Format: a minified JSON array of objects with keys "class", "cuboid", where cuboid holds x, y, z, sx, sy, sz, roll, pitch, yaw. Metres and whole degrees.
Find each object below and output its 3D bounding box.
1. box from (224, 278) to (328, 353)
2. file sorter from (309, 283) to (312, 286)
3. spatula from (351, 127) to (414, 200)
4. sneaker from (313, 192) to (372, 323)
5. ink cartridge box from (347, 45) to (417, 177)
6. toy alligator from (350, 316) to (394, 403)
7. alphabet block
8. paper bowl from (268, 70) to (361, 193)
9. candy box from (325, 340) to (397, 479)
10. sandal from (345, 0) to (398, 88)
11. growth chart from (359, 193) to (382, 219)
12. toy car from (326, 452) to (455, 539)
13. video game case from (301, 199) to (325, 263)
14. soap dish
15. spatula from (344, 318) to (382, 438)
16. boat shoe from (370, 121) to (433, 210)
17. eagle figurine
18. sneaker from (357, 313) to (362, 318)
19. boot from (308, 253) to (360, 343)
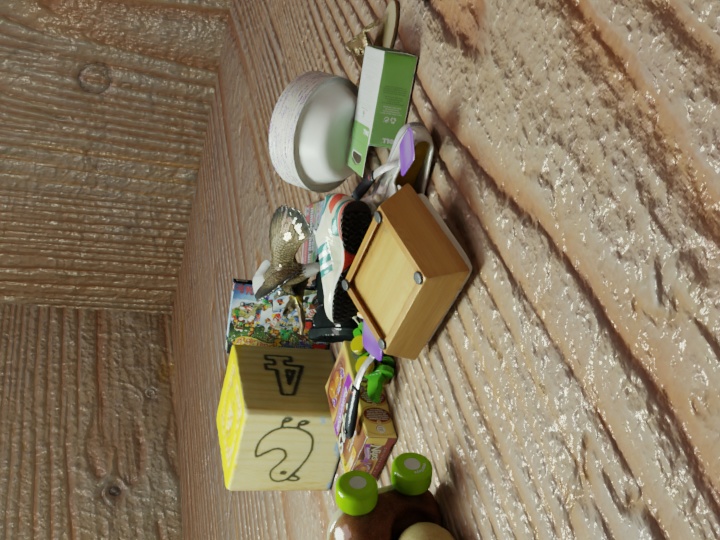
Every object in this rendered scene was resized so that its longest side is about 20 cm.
[{"class":"box","cuboid":[-0.154,0.095,1.657,0.038,0.196,0.139,-139,56,-71]},{"class":"file sorter","cuboid":[-0.168,0.139,1.804,0.201,0.122,0.140,116,152,-47]},{"class":"spatula","cuboid":[0.032,-0.145,1.264,0.199,0.020,0.057,-34,54,54]},{"class":"sneaker","cuboid":[-0.032,-0.023,1.320,0.093,0.069,0.203,36,129,51]},{"class":"ink cartridge box","cuboid":[0.032,-0.259,1.414,0.104,0.058,0.203,-132,49,-65]},{"class":"toy alligator","cuboid":[0.020,0.118,1.377,0.054,0.059,0.202,-30,45,17]},{"class":"alphabet block","cuboid":[-0.148,0.271,1.598,0.197,0.197,0.198,-115,35,-55]},{"class":"paper bowl","cuboid":[-0.058,-0.235,1.495,0.103,0.199,0.204,22,109,34]},{"class":"candy box","cuboid":[-0.002,0.228,1.407,0.202,0.056,0.118,-108,31,-46]},{"class":"sandal","cuboid":[0.003,-0.374,1.510,0.078,0.068,0.213,-105,27,-43]},{"class":"growth chart","cuboid":[0.025,-0.016,1.310,0.144,0.018,0.203,-32,77,53]},{"class":"toy car","cuboid":[0.062,0.362,1.076,0.200,0.156,0.167,44,140,51]},{"class":"video game case","cuboid":[-0.084,-0.069,1.769,0.200,0.017,0.146,176,98,-71]},{"class":"soap dish","cuboid":[0.057,0.008,1.184,0.158,0.080,0.201,58,144,27]},{"class":"spatula","cuboid":[0.002,0.162,1.297,0.056,0.020,0.203,36,116,51]},{"class":"boat shoe","cuboid":[0.063,-0.116,1.287,0.070,0.070,0.202,-113,39,-58]},{"class":"eagle figurine","cuboid":[-0.129,-0.004,1.508,0.152,0.150,0.200,50,175,26]},{"class":"sneaker","cuboid":[0.000,0.000,1.435,0.200,0.077,0.078,53,133,49]},{"class":"boot","cuboid":[-0.040,0.044,1.547,0.198,0.072,0.165,167,113,-68]}]
